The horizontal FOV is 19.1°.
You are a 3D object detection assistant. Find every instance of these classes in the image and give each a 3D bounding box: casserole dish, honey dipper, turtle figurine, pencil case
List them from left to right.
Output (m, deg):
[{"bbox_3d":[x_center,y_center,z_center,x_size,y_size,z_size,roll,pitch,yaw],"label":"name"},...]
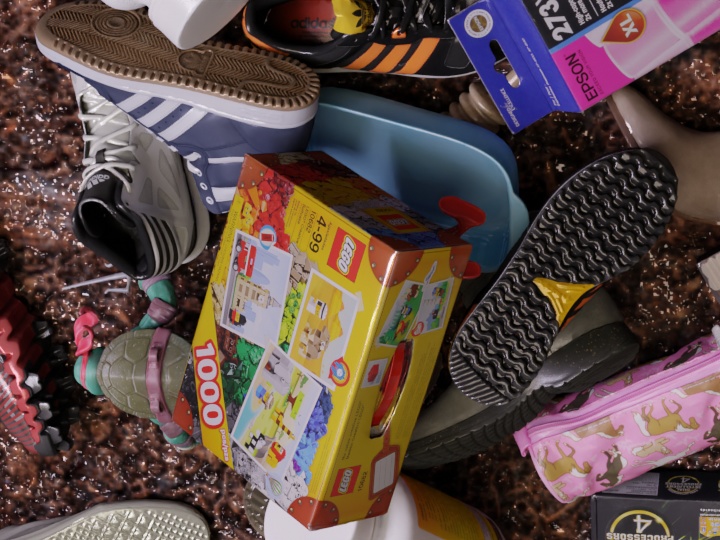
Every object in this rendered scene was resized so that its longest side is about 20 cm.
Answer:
[{"bbox_3d":[-0.132,0.071,1.548,0.199,0.101,0.151,4,113,18],"label":"turtle figurine"},{"bbox_3d":[0.030,-0.067,1.466,0.199,0.039,0.122,16,138,19],"label":"casserole dish"},{"bbox_3d":[0.126,-0.151,1.442,0.038,0.038,0.200,42,113,-9],"label":"honey dipper"},{"bbox_3d":[0.210,0.097,1.509,0.199,0.083,0.087,-25,107,21],"label":"pencil case"}]

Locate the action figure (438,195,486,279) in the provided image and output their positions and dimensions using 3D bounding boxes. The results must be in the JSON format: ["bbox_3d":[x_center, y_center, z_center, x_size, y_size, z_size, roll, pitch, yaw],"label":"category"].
[{"bbox_3d":[0.000,0.000,1.464,0.098,0.066,0.200,16,157,-17],"label":"action figure"}]

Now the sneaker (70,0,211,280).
[{"bbox_3d":[-0.164,-0.089,1.476,0.075,0.115,0.202,-15,100,17],"label":"sneaker"}]

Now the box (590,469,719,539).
[{"bbox_3d":[0.270,0.227,1.573,0.199,0.049,0.162,2,117,10],"label":"box"}]

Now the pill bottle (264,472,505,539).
[{"bbox_3d":[0.018,0.199,1.525,0.109,0.110,0.200,-29,147,21],"label":"pill bottle"}]

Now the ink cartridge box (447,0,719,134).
[{"bbox_3d":[0.166,-0.173,1.392,0.199,0.037,0.095,-30,112,6],"label":"ink cartridge box"}]

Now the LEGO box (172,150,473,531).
[{"bbox_3d":[-0.028,0.042,1.395,0.149,0.077,0.201,33,116,37],"label":"LEGO box"}]

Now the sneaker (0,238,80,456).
[{"bbox_3d":[-0.285,0.056,1.597,0.097,0.071,0.201,-21,106,19],"label":"sneaker"}]

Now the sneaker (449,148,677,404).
[{"bbox_3d":[0.126,-0.002,1.409,0.070,0.090,0.200,40,90,-5],"label":"sneaker"}]

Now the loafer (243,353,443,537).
[{"bbox_3d":[-0.008,0.114,1.570,0.200,0.067,0.076,-49,59,13],"label":"loafer"}]

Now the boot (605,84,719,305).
[{"bbox_3d":[0.271,-0.073,1.437,0.146,0.070,0.200,-29,105,14],"label":"boot"}]

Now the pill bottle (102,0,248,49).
[{"bbox_3d":[-0.157,-0.242,1.390,0.200,0.111,0.111,46,115,9],"label":"pill bottle"}]

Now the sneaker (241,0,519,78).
[{"bbox_3d":[0.017,-0.164,1.418,0.199,0.090,0.070,-2,91,14],"label":"sneaker"}]

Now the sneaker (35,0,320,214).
[{"bbox_3d":[-0.126,-0.107,1.442,0.199,0.070,0.109,17,137,10],"label":"sneaker"}]

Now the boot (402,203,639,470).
[{"bbox_3d":[0.087,0.045,1.499,0.199,0.068,0.131,-31,70,10],"label":"boot"}]

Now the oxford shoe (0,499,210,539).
[{"bbox_3d":[-0.215,0.217,1.666,0.199,0.058,0.076,-15,104,1],"label":"oxford shoe"}]
